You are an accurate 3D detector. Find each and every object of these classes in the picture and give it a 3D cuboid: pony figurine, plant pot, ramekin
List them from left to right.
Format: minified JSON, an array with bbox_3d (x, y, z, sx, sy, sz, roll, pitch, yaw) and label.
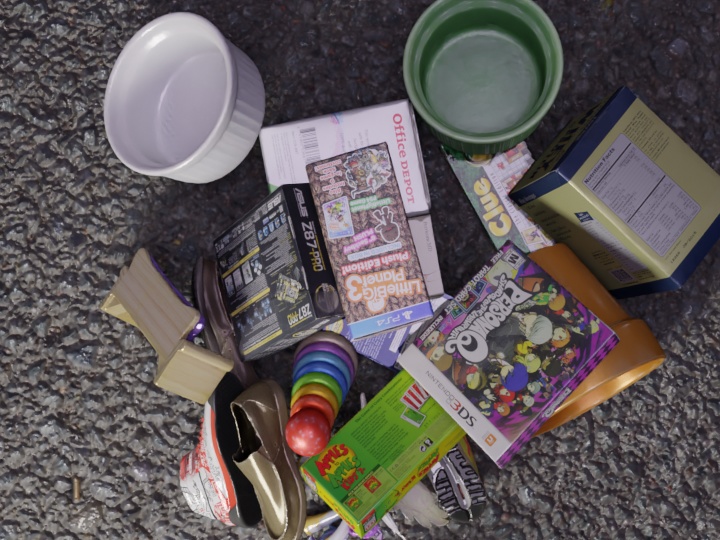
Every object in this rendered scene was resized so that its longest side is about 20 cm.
[{"bbox_3d":[-0.213,-0.206,1.456,0.198,0.097,0.204,-7,76,29],"label":"ramekin"},{"bbox_3d":[-0.001,0.279,1.471,0.199,0.166,0.194,-39,81,15],"label":"pony figurine"},{"bbox_3d":[0.153,-0.244,1.476,0.196,0.098,0.204,-1,79,6],"label":"ramekin"},{"bbox_3d":[0.244,0.077,1.450,0.198,0.200,0.185,-28,74,0],"label":"plant pot"}]

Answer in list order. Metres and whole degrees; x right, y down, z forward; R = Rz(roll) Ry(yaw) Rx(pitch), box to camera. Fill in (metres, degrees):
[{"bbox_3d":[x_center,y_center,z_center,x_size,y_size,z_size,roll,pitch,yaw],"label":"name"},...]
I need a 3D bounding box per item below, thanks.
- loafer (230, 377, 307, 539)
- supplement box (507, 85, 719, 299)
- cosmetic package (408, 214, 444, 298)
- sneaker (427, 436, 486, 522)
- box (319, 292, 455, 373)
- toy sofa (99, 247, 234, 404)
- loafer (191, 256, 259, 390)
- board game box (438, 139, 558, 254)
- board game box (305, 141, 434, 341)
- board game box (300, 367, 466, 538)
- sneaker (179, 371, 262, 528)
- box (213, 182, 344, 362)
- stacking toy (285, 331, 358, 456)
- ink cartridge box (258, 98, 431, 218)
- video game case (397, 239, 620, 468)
[{"bbox_3d":[-0.117,0.234,1.417,0.067,0.076,0.204,-9,85,-33],"label":"loafer"},{"bbox_3d":[0.316,-0.087,1.425,0.199,0.200,0.135,42,80,-3],"label":"supplement box"},{"bbox_3d":[0.000,0.000,1.471,0.196,0.073,0.105,-12,87,2],"label":"cosmetic package"},{"bbox_3d":[0.099,0.217,1.488,0.077,0.090,0.203,-18,87,3],"label":"sneaker"},{"bbox_3d":[0.057,0.070,1.518,0.198,0.032,0.123,26,89,1],"label":"box"},{"bbox_3d":[-0.232,0.065,1.437,0.082,0.200,0.098,31,96,-43],"label":"toy sofa"},{"bbox_3d":[-0.169,0.078,1.507,0.070,0.073,0.204,-14,93,-12],"label":"loafer"},{"bbox_3d":[0.194,-0.100,1.527,0.104,0.023,0.202,-30,89,2],"label":"board game box"},{"bbox_3d":[0.014,-0.029,1.356,0.095,0.159,0.203,-15,86,2],"label":"board game box"},{"bbox_3d":[0.036,0.207,1.394,0.200,0.048,0.101,-42,63,-18],"label":"board game box"},{"bbox_3d":[-0.188,0.222,1.468,0.107,0.067,0.205,2,110,38],"label":"sneaker"},{"bbox_3d":[-0.103,0.006,1.403,0.048,0.199,0.164,-5,75,-34],"label":"box"},{"bbox_3d":[-0.051,0.157,1.422,0.084,0.201,0.087,2,116,4],"label":"stacking toy"},{"bbox_3d":[-0.018,-0.125,1.495,0.196,0.088,0.148,-11,90,2],"label":"ink cartridge box"},{"bbox_3d":[0.168,0.093,1.359,0.200,0.036,0.181,-46,58,1],"label":"video game case"}]
